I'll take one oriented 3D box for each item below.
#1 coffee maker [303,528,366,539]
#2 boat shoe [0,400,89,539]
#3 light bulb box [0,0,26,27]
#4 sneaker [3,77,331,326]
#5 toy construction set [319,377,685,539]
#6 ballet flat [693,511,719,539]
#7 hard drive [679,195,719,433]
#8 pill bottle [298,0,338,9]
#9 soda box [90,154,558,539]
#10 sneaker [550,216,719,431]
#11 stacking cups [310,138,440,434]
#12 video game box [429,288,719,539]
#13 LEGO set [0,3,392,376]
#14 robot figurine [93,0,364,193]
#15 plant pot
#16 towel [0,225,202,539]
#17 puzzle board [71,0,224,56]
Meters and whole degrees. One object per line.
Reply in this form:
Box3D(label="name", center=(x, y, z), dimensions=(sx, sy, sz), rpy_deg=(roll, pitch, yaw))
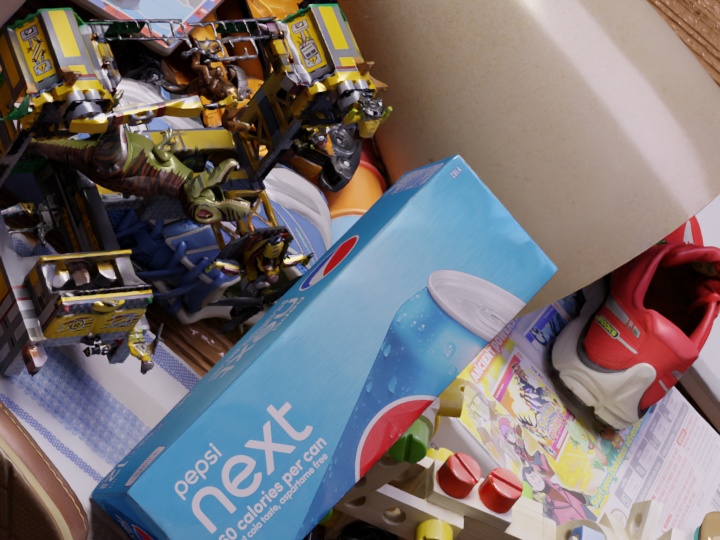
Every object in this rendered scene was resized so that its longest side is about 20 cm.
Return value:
Box3D(label="coffee maker", center=(0.058, 0.192, 1.171), dimensions=(0.199, 0.135, 0.193), rpy_deg=(27, 37, -35))
Box3D(label="boat shoe", center=(-0.174, 0.042, 1.062), dimensions=(0.200, 0.072, 0.068), rpy_deg=(41, 34, 9))
Box3D(label="light bulb box", center=(-0.186, -0.164, 1.171), dimensions=(0.125, 0.200, 0.199), rpy_deg=(41, 32, -14))
Box3D(label="sneaker", center=(-0.086, -0.026, 1.275), dimensions=(0.199, 0.076, 0.077), rpy_deg=(21, 41, -35))
Box3D(label="toy construction set", center=(0.049, 0.097, 1.255), dimensions=(0.199, 0.131, 0.092), rpy_deg=(33, 36, -4))
Box3D(label="ballet flat", center=(0.241, 0.195, 1.431), dimensions=(0.201, 0.063, 0.069), rpy_deg=(56, 29, -21))
Box3D(label="hard drive", center=(0.205, -0.002, 1.605), dimensions=(0.200, 0.026, 0.132), rpy_deg=(50, 57, -14))
Box3D(label="pill bottle", center=(-0.031, -0.227, 1.527), dimensions=(0.200, 0.116, 0.116), rpy_deg=(51, 30, 0))
Box3D(label="soda box", center=(-0.014, 0.045, 1.153), dimensions=(0.200, 0.064, 0.068), rpy_deg=(-45, 100, -17))
Box3D(label="sneaker", center=(0.164, 0.012, 1.468), dimensions=(0.077, 0.085, 0.200), rpy_deg=(44, 29, -12))
Box3D(label="stacking cups", center=(0.000, 0.000, 1.373), dimensions=(0.060, 0.060, 0.201), rpy_deg=(29, 37, -32))
Box3D(label="video game box", center=(0.114, 0.098, 1.433), dimensions=(0.182, 0.047, 0.200), rpy_deg=(50, 30, -6))
Box3D(label="LEGO set", center=(-0.075, -0.026, 1.159), dimensions=(0.199, 0.154, 0.116), rpy_deg=(0, 58, -43))
Box3D(label="robot figurine", center=(-0.073, -0.112, 1.396), dimensions=(0.144, 0.058, 0.201), rpy_deg=(12, 47, -35))
Box3D(label="plant pot", center=(0.072, -0.104, 1.423), dimensions=(0.201, 0.187, 0.187), rpy_deg=(58, 29, -10))
Box3D(label="towel", center=(-0.119, 0.084, 1.165), dimensions=(0.147, 0.024, 0.201), rpy_deg=(41, 33, -20))
Box3D(label="puzzle board", center=(-0.144, -0.190, 1.362), dimensions=(0.199, 0.017, 0.151), rpy_deg=(31, 36, 5))
